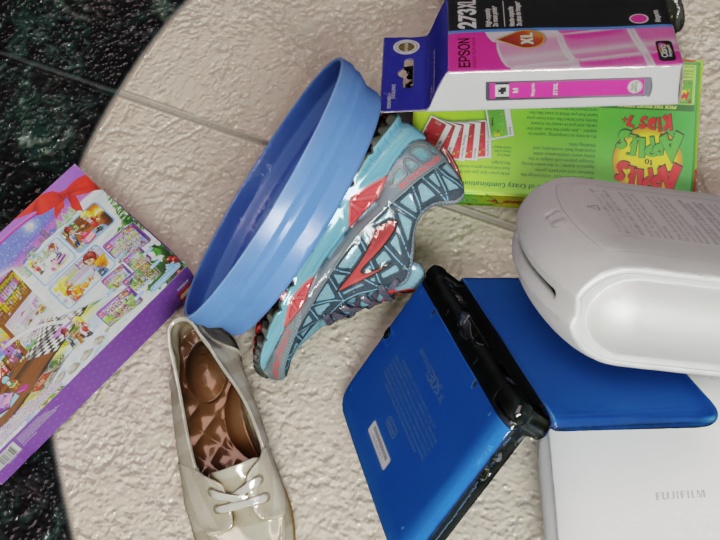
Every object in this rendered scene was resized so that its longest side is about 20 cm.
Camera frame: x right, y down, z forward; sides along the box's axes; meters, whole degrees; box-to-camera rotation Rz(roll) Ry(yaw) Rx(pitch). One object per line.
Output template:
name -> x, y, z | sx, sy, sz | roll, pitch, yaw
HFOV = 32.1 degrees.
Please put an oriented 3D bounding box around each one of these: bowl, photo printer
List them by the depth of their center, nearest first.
photo printer -> 0.192, 0.154, 0.750 | 0.164, 0.070, 0.203 | -5, 63, 8
photo printer -> 0.192, 0.003, 0.755 | 0.197, 0.070, 0.167 | 6, 22, -8
bowl -> -0.052, -0.046, 0.841 | 0.039, 0.200, 0.203 | 31, 69, -13

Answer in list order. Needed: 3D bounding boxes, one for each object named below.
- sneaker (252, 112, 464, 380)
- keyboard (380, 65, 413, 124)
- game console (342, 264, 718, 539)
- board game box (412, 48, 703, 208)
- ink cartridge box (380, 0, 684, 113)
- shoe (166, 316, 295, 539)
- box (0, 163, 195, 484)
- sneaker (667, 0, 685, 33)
sneaker -> 0.000, 0.000, 0.845 | 0.095, 0.079, 0.201 | 31, 101, -8
keyboard -> 0.095, -0.115, 0.935 | 0.197, 0.040, 0.106 | -8, 82, 7
game console -> 0.092, 0.085, 0.772 | 0.172, 0.117, 0.200 | -54, 21, 13
board game box -> 0.136, -0.096, 0.881 | 0.197, 0.048, 0.103 | 4, 85, 11
ink cartridge box -> 0.111, -0.146, 0.839 | 0.197, 0.037, 0.095 | -3, 41, 6
shoe -> -0.094, 0.121, 0.831 | 0.069, 0.054, 0.202 | -20, 61, 0
box -> -0.233, 0.034, 0.909 | 0.136, 0.039, 0.200 | 39, 76, 25
sneaker -> 0.151, -0.206, 0.949 | 0.198, 0.078, 0.086 | 21, 75, 29
